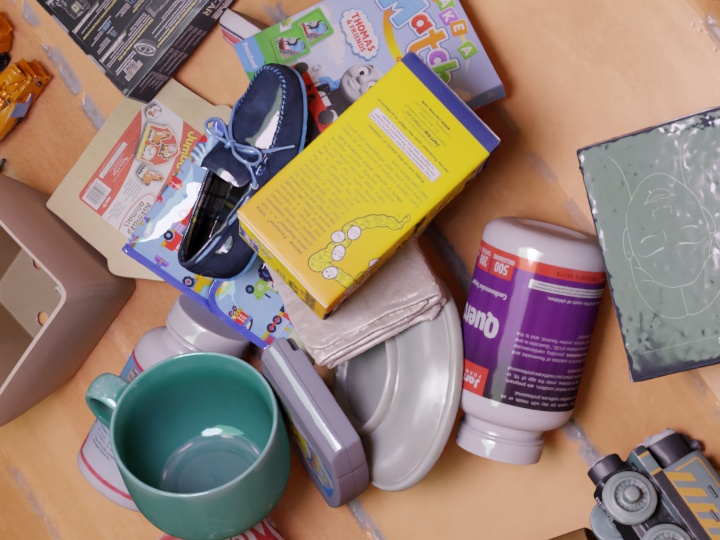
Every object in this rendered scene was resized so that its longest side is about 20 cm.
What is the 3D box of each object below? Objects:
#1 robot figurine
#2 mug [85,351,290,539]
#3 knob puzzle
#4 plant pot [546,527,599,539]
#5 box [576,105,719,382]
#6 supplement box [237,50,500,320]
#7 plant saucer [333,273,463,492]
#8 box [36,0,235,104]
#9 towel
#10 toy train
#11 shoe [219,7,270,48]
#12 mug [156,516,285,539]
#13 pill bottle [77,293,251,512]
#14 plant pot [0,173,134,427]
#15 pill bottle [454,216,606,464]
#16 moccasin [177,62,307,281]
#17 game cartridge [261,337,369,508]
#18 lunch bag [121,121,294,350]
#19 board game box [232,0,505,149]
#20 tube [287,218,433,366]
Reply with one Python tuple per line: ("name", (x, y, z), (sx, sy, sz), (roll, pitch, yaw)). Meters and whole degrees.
("robot figurine", (-0.414, -0.167, 1.957), (0.200, 0.058, 0.145), (-46, 70, 23))
("mug", (-0.145, 0.155, 1.700), (0.152, 0.114, 0.185), (-25, 52, -9))
("knob puzzle", (-0.179, -0.075, 1.837), (0.220, 0.030, 0.220), (-2, 82, 15))
("plant pot", (0.144, 0.316, 1.611), (0.200, 0.186, 0.186), (-42, 72, 10))
("box", (0.304, -0.028, 1.521), (0.200, 0.124, 0.197), (-15, 83, 29))
("supplement box", (0.005, -0.068, 1.571), (0.200, 0.109, 0.110), (-43, 87, -6))
("plant saucer", (0.021, 0.094, 1.670), (0.200, 0.050, 0.200), (-29, 56, 57))
("box", (-0.202, -0.288, 1.822), (0.160, 0.044, 0.200), (46, 103, 19))
("towel", (-0.017, -0.017, 1.656), (0.133, 0.034, 0.200), (-26, 58, 3))
("toy train", (0.275, 0.225, 1.563), (0.114, 0.085, 0.200), (-28, 67, -18))
("shoe", (-0.068, -0.159, 1.754), (0.200, 0.071, 0.091), (36, 103, 18))
("mug", (-0.104, 0.327, 1.783), (0.200, 0.133, 0.178), (51, 144, 13))
("pill bottle", (-0.184, 0.126, 1.813), (0.109, 0.109, 0.200), (38, 109, 23))
("plant pot", (-0.344, 0.024, 1.858), (0.200, 0.177, 0.200), (45, 113, 20))
("pill bottle", (0.140, 0.060, 1.624), (0.112, 0.112, 0.200), (18, 101, 28))
("moccasin", (-0.102, -0.083, 1.635), (0.080, 0.068, 0.200), (26, 104, 43))
("game cartridge", (-0.040, 0.144, 1.694), (0.040, 0.200, 0.133), (-34, 74, -12))
("lunch bag", (-0.093, -0.021, 1.758), (0.200, 0.094, 0.151), (36, 92, 3))
("board game box", (0.007, -0.178, 1.678), (0.200, 0.037, 0.151), (-26, 71, 2))
("tube", (0.000, 0.000, 1.699), (0.052, 0.058, 0.200), (36, 91, 17))
